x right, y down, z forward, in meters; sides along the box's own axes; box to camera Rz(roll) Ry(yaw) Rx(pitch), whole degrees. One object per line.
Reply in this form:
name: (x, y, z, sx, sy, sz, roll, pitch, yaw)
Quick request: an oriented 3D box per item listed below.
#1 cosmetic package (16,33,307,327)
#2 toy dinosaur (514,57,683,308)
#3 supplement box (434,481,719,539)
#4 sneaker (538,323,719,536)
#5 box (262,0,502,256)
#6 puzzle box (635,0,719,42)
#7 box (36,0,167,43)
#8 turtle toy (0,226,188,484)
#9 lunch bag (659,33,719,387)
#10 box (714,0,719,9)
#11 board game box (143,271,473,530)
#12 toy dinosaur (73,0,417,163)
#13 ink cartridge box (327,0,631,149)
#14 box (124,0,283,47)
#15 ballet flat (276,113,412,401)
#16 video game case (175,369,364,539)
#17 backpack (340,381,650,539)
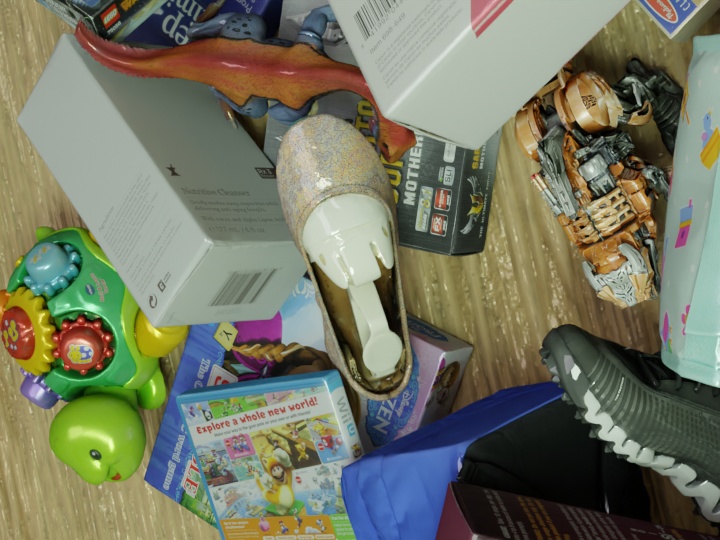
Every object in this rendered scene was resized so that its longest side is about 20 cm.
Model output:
cosmetic package: (-0.127, -0.061, 0.955, 0.200, 0.113, 0.081, 53, 122, 25)
toy dinosaur: (0.133, -0.080, 0.820, 0.102, 0.136, 0.201, -3, 92, 34)
supplement box: (0.131, 0.186, 0.715, 0.199, 0.086, 0.111, 13, 99, -6)
sneaker: (0.181, 0.072, 0.791, 0.090, 0.200, 0.067, -45, 30, 13)
box: (0.018, -0.122, 0.943, 0.158, 0.048, 0.201, 14, 100, 31)
puzzle box: (0.162, -0.246, 0.815, 0.133, 0.025, 0.200, -47, 69, 26)
box: (-0.149, -0.253, 0.980, 0.137, 0.040, 0.200, 36, 70, 26)
turtle toy: (-0.200, 0.057, 1.044, 0.146, 0.101, 0.201, -41, 70, 46)
lunch bag: (0.213, -0.030, 0.729, 0.121, 0.200, 0.171, 12, 98, 24)
box: (0.200, -0.213, 0.828, 0.200, 0.035, 0.110, 31, 109, 28)
board game box: (-0.043, 0.102, 0.999, 0.199, 0.041, 0.201, 26, 107, 29)
toy dinosaur: (-0.051, -0.107, 0.879, 0.181, 0.199, 0.106, -148, 49, -61)
ink cartridge box: (0.049, -0.191, 0.796, 0.146, 0.085, 0.201, -43, 53, 28)
box: (-0.124, -0.174, 1.043, 0.121, 0.032, 0.200, 42, 114, 24)
ballet flat: (0.000, 0.000, 0.853, 0.068, 0.201, 0.067, -20, 40, -4)
video game case: (-0.040, 0.168, 0.951, 0.143, 0.018, 0.201, -11, 100, 42)
backpack: (0.090, 0.180, 0.855, 0.168, 0.162, 0.201, -16, 93, 53)
